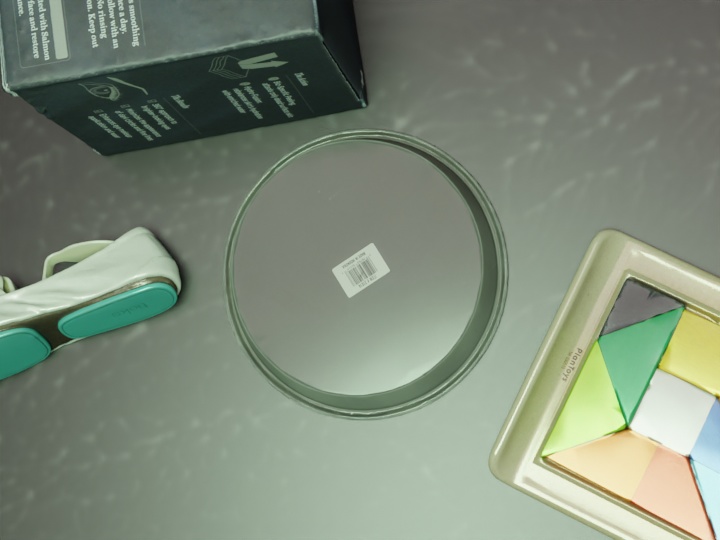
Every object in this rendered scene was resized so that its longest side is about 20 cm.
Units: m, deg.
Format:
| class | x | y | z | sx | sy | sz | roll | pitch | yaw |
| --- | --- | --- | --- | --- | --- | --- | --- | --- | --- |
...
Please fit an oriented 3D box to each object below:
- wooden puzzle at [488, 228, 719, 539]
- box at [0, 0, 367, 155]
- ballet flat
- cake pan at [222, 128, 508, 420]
| class | x | y | z | sx | sy | sz | roll | pitch | yaw |
| --- | --- | --- | --- | --- | --- | --- | --- | --- | --- |
| wooden puzzle | 0.208 | 0.093 | 1.095 | 0.199 | 0.037 | 0.186 | 26 | 87 | 10 |
| box | -0.111 | -0.164 | 1.091 | 0.198 | 0.197 | 0.118 | -9 | 81 | 7 |
| ballet flat | -0.221 | 0.025 | 1.159 | 0.199 | 0.069 | 0.070 | -21 | 81 | 1 |
| cake pan | 0.000 | 0.000 | 1.136 | 0.199 | 0.037 | 0.202 | -1 | 83 | 8 |
